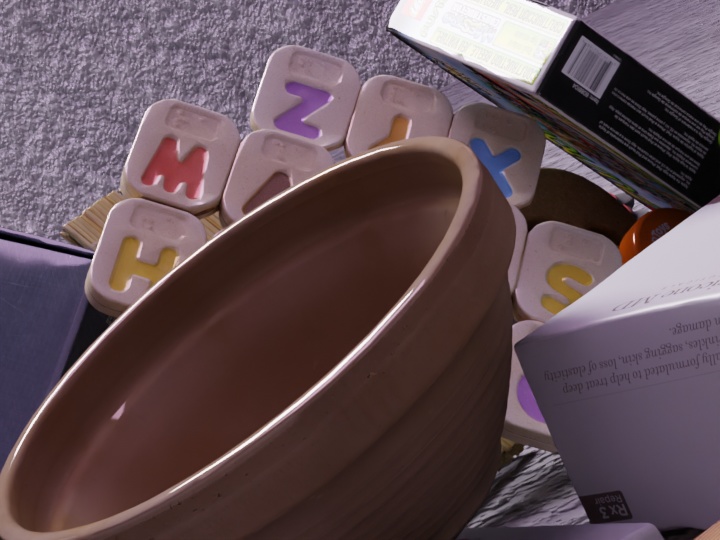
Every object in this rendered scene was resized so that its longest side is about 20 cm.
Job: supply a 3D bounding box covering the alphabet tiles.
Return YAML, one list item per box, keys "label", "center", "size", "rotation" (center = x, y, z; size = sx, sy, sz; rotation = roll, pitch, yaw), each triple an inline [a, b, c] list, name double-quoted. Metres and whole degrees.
- label: "alphabet tiles"
  center: [0.000, 0.000, 0.949]
  size: [0.015, 0.199, 0.196]
  rotation: [109, 178, -57]

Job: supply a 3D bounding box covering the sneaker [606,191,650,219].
- label: "sneaker"
  center: [0.071, -0.008, 1.160]
  size: [0.098, 0.071, 0.200]
  rotation: [-22, 32, -22]

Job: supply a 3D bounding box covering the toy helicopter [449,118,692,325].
- label: "toy helicopter"
  center: [0.051, 0.024, 0.986]
  size: [0.200, 0.132, 0.079]
  rotation: [-49, -2, -41]

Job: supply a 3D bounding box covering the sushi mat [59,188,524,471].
- label: "sushi mat"
  center: [-0.026, 0.027, 1.011]
  size: [0.096, 0.200, 0.012]
  rotation: [-32, -25, -57]

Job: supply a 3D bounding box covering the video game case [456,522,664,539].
- label: "video game case"
  center: [-0.024, 0.136, 0.795]
  size: [0.200, 0.023, 0.182]
  rotation: [-28, 8, -28]

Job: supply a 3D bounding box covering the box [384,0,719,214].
- label: "box"
  center: [0.114, -0.058, 1.027]
  size: [0.110, 0.200, 0.035]
  rotation: [30, 90, 53]

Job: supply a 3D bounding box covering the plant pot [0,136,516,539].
- label: "plant pot"
  center: [-0.018, 0.053, 0.824]
  size: [0.201, 0.093, 0.201]
  rotation: [-34, 18, 13]

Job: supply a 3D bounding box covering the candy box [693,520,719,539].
- label: "candy box"
  center: [0.163, 0.059, 0.595]
  size: [0.200, 0.055, 0.115]
  rotation: [-30, 9, -37]

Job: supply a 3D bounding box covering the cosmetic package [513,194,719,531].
- label: "cosmetic package"
  center: [0.159, 0.012, 0.854]
  size: [0.113, 0.081, 0.200]
  rotation: [-16, 10, 42]

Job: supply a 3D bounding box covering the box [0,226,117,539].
- label: "box"
  center: [-0.192, 0.075, 0.960]
  size: [0.157, 0.201, 0.051]
  rotation: [13, -17, 21]
